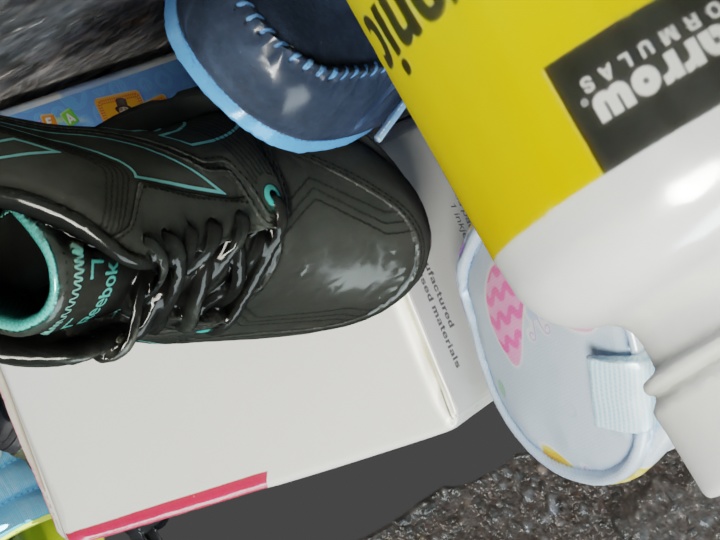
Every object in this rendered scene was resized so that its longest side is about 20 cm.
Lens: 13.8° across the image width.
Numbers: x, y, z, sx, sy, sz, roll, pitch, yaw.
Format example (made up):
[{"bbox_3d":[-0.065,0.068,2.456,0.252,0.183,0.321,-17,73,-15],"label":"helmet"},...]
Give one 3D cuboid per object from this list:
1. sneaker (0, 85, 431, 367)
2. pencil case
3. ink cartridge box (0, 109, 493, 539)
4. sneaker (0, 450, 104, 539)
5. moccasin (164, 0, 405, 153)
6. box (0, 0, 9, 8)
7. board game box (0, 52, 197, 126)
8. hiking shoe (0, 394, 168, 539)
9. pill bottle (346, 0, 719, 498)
[{"bbox_3d":[-0.064,-0.002,0.731,0.200,0.079,0.076,4,118,-32],"label":"sneaker"},{"bbox_3d":[0.125,-0.008,0.822,0.200,0.091,0.083,-19,135,-28],"label":"pencil case"},{"bbox_3d":[0.000,0.000,0.922,0.145,0.084,0.200,-19,-174,31],"label":"ink cartridge box"},{"bbox_3d":[-0.156,0.086,1.133,0.079,0.131,0.200,-30,174,-14],"label":"sneaker"},{"bbox_3d":[0.013,-0.094,0.791,0.068,0.080,0.200,-39,-176,32],"label":"moccasin"},{"bbox_3d":[-0.133,-0.048,0.534,0.158,0.050,0.200,-23,171,-45],"label":"box"},{"bbox_3d":[-0.139,-0.004,0.925,0.200,0.037,0.151,-22,171,-45],"label":"board game box"},{"bbox_3d":[-0.047,0.019,1.078,0.200,0.101,0.076,-49,-169,-29],"label":"hiking shoe"},{"bbox_3d":[0.061,-0.057,0.648,0.111,0.200,0.111,-30,174,-4],"label":"pill bottle"}]
